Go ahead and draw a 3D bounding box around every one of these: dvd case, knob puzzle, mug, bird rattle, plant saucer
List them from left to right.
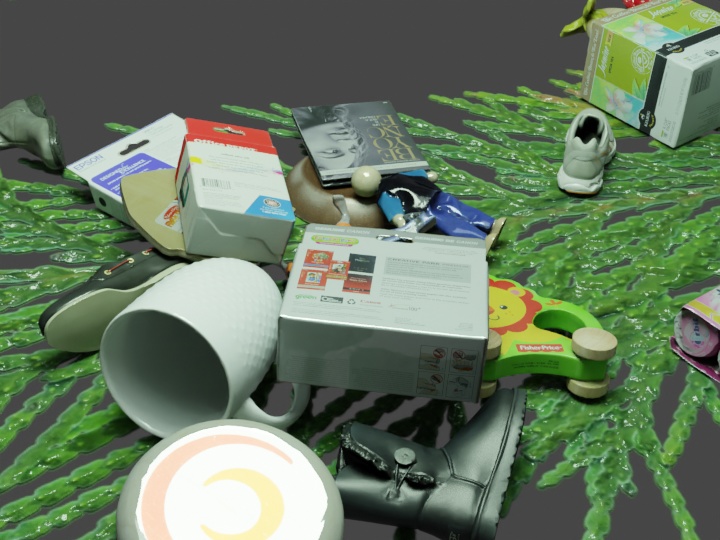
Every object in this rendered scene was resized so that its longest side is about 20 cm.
[{"bbox_3d":[-0.199,-0.063,1.349,0.218,0.031,0.220,14,34,-10],"label":"knob puzzle"},{"bbox_3d":[-0.137,0.083,1.142,0.200,0.148,0.175,41,33,0],"label":"mug"},{"bbox_3d":[-0.007,-0.119,1.500,0.199,0.037,0.201,2,37,-1],"label":"plant saucer"},{"bbox_3d":[-0.003,-0.178,1.535,0.148,0.016,0.200,-6,37,-14],"label":"dvd case"},{"bbox_3d":[0.446,-0.408,1.910,0.199,0.113,0.164,4,46,-22],"label":"bird rattle"}]

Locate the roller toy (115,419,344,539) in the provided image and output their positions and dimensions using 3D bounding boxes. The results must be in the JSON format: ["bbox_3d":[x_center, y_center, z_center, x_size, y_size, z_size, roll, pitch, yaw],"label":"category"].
[{"bbox_3d":[-0.106,0.231,0.927,0.198,0.140,0.183,5,46,-5],"label":"roller toy"}]

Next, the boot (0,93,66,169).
[{"bbox_3d":[-0.479,-0.175,1.524,0.130,0.068,0.200,-18,33,-19],"label":"boot"}]

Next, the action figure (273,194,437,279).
[{"bbox_3d":[0.000,0.000,1.286,0.199,0.105,0.194,-31,48,-3],"label":"action figure"}]

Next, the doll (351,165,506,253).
[{"bbox_3d":[0.079,-0.079,1.406,0.199,0.049,0.137,27,40,10],"label":"doll"}]

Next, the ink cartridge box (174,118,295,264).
[{"bbox_3d":[-0.154,-0.098,1.334,0.115,0.068,0.201,8,35,-20],"label":"ink cartridge box"}]

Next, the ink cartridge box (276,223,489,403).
[{"bbox_3d":[0.027,0.038,1.130,0.198,0.084,0.176,6,34,4],"label":"ink cartridge box"}]

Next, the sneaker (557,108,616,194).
[{"bbox_3d":[0.325,-0.190,1.574,0.075,0.092,0.200,11,37,9],"label":"sneaker"}]

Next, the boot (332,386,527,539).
[{"bbox_3d":[0.065,0.170,1.075,0.167,0.077,0.201,15,44,10],"label":"boot"}]

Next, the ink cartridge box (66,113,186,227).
[{"bbox_3d":[-0.246,-0.122,1.475,0.199,0.044,0.198,29,44,27],"label":"ink cartridge box"}]

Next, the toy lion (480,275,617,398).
[{"bbox_3d":[0.167,0.063,1.252,0.198,0.069,0.192,1,29,-4],"label":"toy lion"}]

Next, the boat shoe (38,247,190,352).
[{"bbox_3d":[-0.273,0.031,1.242,0.063,0.074,0.201,30,38,30],"label":"boat shoe"}]

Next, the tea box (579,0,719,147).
[{"bbox_3d":[0.478,-0.310,1.714,0.199,0.134,0.196,-24,44,-32],"label":"tea box"}]

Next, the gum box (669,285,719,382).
[{"bbox_3d":[0.449,0.088,1.225,0.113,0.066,0.200,-21,42,-31],"label":"gum box"}]
